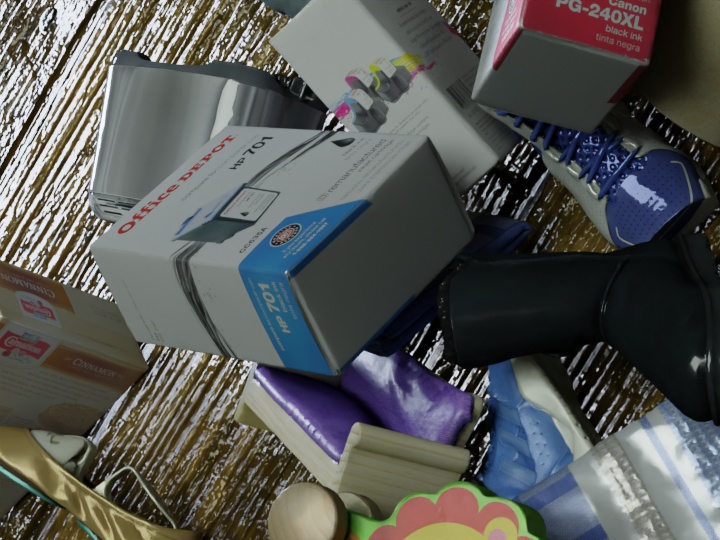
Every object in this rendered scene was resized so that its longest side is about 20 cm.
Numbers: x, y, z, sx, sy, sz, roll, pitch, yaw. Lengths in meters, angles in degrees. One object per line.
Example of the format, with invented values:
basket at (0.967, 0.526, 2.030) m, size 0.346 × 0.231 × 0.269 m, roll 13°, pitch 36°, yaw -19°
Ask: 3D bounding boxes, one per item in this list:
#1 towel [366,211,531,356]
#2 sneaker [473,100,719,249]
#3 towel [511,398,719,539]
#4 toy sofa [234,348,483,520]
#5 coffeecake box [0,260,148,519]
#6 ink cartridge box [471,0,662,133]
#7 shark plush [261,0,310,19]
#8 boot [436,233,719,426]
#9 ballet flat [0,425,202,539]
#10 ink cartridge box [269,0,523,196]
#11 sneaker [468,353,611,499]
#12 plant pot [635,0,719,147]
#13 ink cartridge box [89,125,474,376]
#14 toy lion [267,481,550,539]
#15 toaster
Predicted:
towel at (0.000, 0.000, 1.505) m, size 0.147 × 0.024 × 0.200 m, roll -39°, pitch 30°, yaw -31°
sneaker at (0.131, -0.092, 1.434) m, size 0.081 × 0.115 × 0.200 m, roll -48°, pitch 49°, yaw 18°
towel at (0.201, 0.137, 1.304) m, size 0.200 × 0.024 × 0.147 m, roll -32°, pitch 57°, yaw 5°
toy sofa at (-0.005, 0.092, 1.457) m, size 0.200 × 0.083 × 0.098 m, roll 38°, pitch 110°, yaw 64°
coffeecake box at (-0.285, 0.095, 1.701) m, size 0.200 × 0.153 × 0.073 m, roll -44°, pitch 50°, yaw 19°
ink cartridge box at (0.136, -0.203, 1.337) m, size 0.145 × 0.083 × 0.201 m, roll 120°, pitch 164°, yaw -76°
shark plush at (-0.014, -0.175, 1.612) m, size 0.091 × 0.083 × 0.200 m, roll -53°, pitch 48°, yaw 12°
boot at (0.131, 0.039, 1.315) m, size 0.167 × 0.077 × 0.200 m, roll -7°, pitch 23°, yaw 4°
ballet flat at (-0.196, 0.159, 1.638) m, size 0.200 × 0.069 × 0.063 m, roll 37°, pitch 89°, yaw 16°
ink cartridge box at (0.017, -0.139, 1.485) m, size 0.068 × 0.115 × 0.200 m, roll -41°, pitch 91°, yaw 23°
sneaker at (0.092, 0.114, 1.417) m, size 0.111 × 0.077 × 0.200 m, roll -38°, pitch 59°, yaw 12°
plant pot at (0.251, -0.177, 1.338) m, size 0.187 × 0.187 × 0.200 m, roll 53°, pitch 124°, yaw 39°
ink cartridge box at (-0.052, -0.017, 1.436) m, size 0.200 × 0.086 × 0.146 m, roll 8°, pitch 43°, yaw 45°
toy lion at (0.024, 0.214, 1.282) m, size 0.191 × 0.069 × 0.201 m, roll 17°, pitch 86°, yaw 32°
toaster at (-0.111, -0.083, 1.646) m, size 0.199 × 0.113 × 0.130 m, roll 11°, pitch 85°, yaw 41°
